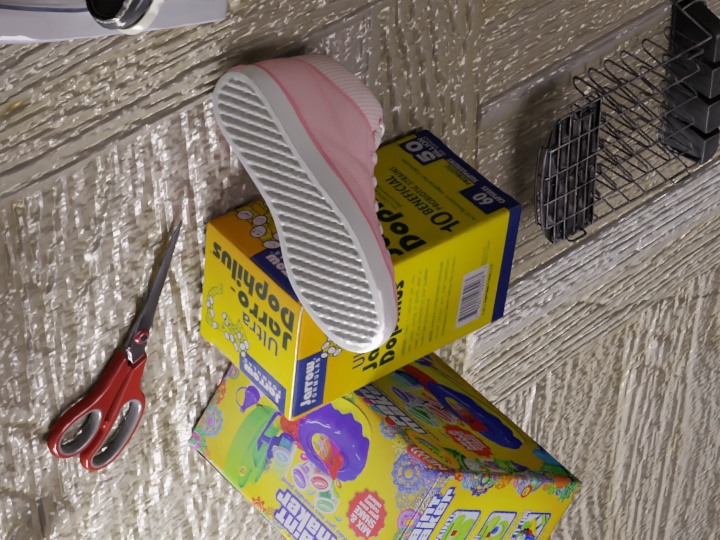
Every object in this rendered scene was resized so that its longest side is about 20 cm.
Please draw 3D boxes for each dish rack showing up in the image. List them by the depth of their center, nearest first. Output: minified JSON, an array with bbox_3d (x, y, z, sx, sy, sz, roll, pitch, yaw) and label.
[{"bbox_3d":[0.207,-0.112,1.722,0.200,0.055,0.154,-29,140,-24],"label":"dish rack"}]

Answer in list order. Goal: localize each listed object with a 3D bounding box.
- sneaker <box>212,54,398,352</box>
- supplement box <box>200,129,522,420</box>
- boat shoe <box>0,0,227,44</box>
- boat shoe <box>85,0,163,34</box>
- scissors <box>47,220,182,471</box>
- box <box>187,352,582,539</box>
[{"bbox_3d":[-0.010,-0.052,1.429,0.075,0.201,0.105,-29,178,43],"label":"sneaker"},{"bbox_3d":[0.000,0.000,1.541,0.200,0.109,0.110,-25,139,-32],"label":"supplement box"},{"bbox_3d":[-0.162,-0.165,1.243,0.200,0.073,0.066,-14,105,-45],"label":"boat shoe"},{"bbox_3d":[-0.134,-0.226,1.168,0.067,0.072,0.201,-6,103,-44],"label":"boat shoe"},{"bbox_3d":[-0.152,0.054,1.510,0.073,0.014,0.200,14,111,-51],"label":"scissors"},{"bbox_3d":[0.019,0.142,1.620,0.192,0.200,0.122,10,116,-53],"label":"box"}]
